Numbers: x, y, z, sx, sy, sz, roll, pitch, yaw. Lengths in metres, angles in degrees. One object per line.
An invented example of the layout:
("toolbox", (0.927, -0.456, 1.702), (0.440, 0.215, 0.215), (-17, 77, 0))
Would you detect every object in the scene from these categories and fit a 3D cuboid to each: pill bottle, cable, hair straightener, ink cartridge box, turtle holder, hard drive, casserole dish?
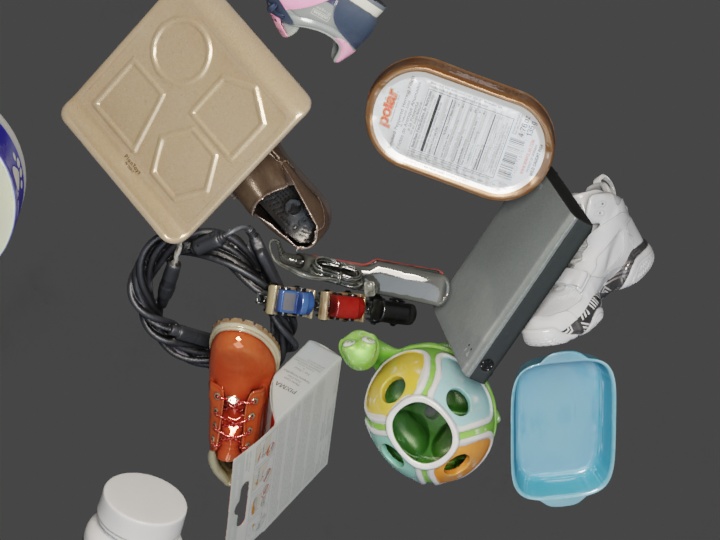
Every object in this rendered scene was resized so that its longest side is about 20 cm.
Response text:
("pill bottle", (-0.261, 0.335, 1.748), (0.112, 0.114, 0.202), (13, 113, -12))
("cable", (-0.151, 0.043, 1.643), (0.161, 0.051, 0.201), (-16, 125, 11))
("hair straightener", (0.000, 0.000, 1.638), (0.198, 0.077, 0.041), (16, 96, -10))
("ink cartridge box", (-0.095, 0.191, 1.644), (0.047, 0.200, 0.162), (26, 130, 21))
("turtle holder", (0.067, 0.139, 1.673), (0.139, 0.132, 0.188), (-15, 96, 12))
("hard drive", (0.154, -0.001, 1.616), (0.033, 0.140, 0.201), (25, 110, -24))
("casserole dish", (0.225, 0.172, 1.765), (0.119, 0.039, 0.202), (-5, 115, -4))

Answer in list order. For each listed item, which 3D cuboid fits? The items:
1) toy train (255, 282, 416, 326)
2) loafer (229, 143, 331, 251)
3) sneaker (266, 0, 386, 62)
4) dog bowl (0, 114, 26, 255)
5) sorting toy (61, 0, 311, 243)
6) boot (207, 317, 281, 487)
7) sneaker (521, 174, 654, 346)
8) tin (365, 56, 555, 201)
("toy train", (-0.021, 0.038, 1.627), (0.198, 0.046, 0.035), (6, 94, -38))
("loafer", (-0.100, -0.096, 1.582), (0.200, 0.071, 0.073), (40, 106, -21))
("sneaker", (-0.075, -0.270, 1.502), (0.198, 0.070, 0.082), (28, 107, -16))
("dog bowl", (-0.433, -0.083, 1.548), (0.197, 0.079, 0.203), (-2, 115, -5))
("sorting toy", (-0.169, -0.157, 1.530), (0.200, 0.036, 0.185), (-43, 81, 12))
("boot", (-0.126, 0.139, 1.634), (0.074, 0.108, 0.201), (6, 138, 5))
("sneaker", (0.219, -0.012, 1.622), (0.199, 0.075, 0.116), (-38, 111, -34))
("tin", (0.100, -0.142, 1.577), (0.198, 0.042, 0.113), (19, 105, 0))
